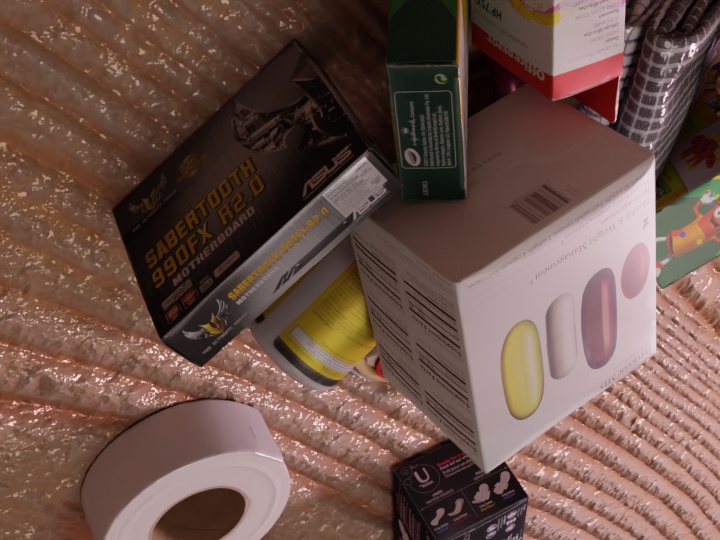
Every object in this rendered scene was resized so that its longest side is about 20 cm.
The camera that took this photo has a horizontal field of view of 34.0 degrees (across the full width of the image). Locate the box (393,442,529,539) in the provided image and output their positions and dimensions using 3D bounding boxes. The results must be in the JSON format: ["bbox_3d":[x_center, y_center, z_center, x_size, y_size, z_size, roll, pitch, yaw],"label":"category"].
[{"bbox_3d":[0.119,0.310,1.436,0.131,0.115,0.202,-23,142,-17],"label":"box"}]

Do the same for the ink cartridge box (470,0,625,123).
[{"bbox_3d":[0.135,-0.208,0.865,0.066,0.116,0.202,-21,128,-18],"label":"ink cartridge box"}]

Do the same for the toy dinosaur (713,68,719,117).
[{"bbox_3d":[0.332,-0.157,0.935,0.101,0.202,0.136,23,135,-23],"label":"toy dinosaur"}]

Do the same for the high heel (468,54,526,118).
[{"bbox_3d":[0.125,-0.100,1.035,0.095,0.068,0.202,-17,137,-5],"label":"high heel"}]

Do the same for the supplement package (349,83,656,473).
[{"bbox_3d":[0.114,0.005,0.914,0.190,0.147,0.202,-31,134,-19],"label":"supplement package"}]

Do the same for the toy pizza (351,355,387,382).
[{"bbox_3d":[0.070,0.045,1.184,0.198,0.032,0.202,-21,140,-18],"label":"toy pizza"}]

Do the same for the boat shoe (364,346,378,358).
[{"bbox_3d":[0.050,0.038,1.085,0.198,0.077,0.072,-24,149,25],"label":"boat shoe"}]

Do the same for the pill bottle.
[{"bbox_3d":[0.000,0.000,1.016,0.200,0.113,0.112,-44,142,13],"label":"pill bottle"}]

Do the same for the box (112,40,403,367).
[{"bbox_3d":[-0.081,-0.053,0.860,0.199,0.159,0.048,-41,134,9],"label":"box"}]

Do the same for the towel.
[{"bbox_3d":[0.253,-0.177,0.975,0.200,0.085,0.167,-48,155,-37],"label":"towel"}]

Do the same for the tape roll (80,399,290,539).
[{"bbox_3d":[-0.170,0.221,1.161,0.200,0.071,0.204,-20,139,-18],"label":"tape roll"}]

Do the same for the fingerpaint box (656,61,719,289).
[{"bbox_3d":[0.299,-0.090,1.049,0.166,0.201,0.074,-32,112,10],"label":"fingerpaint box"}]

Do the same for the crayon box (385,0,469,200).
[{"bbox_3d":[0.051,-0.167,0.848,0.051,0.202,0.127,0,141,8],"label":"crayon box"}]
